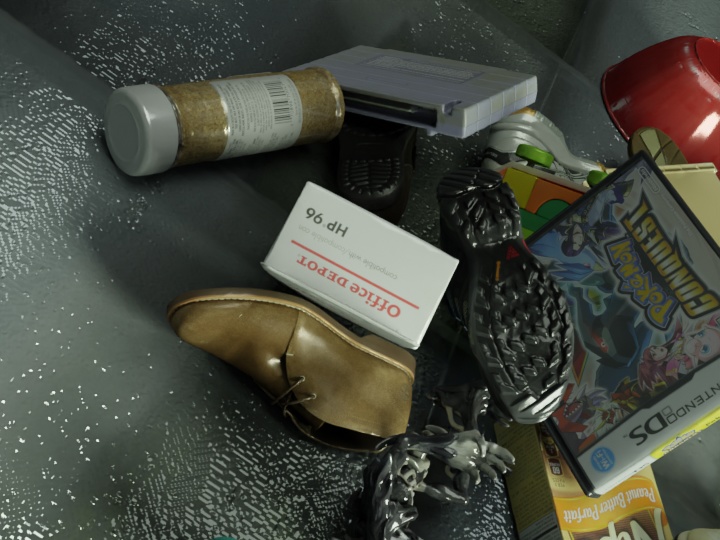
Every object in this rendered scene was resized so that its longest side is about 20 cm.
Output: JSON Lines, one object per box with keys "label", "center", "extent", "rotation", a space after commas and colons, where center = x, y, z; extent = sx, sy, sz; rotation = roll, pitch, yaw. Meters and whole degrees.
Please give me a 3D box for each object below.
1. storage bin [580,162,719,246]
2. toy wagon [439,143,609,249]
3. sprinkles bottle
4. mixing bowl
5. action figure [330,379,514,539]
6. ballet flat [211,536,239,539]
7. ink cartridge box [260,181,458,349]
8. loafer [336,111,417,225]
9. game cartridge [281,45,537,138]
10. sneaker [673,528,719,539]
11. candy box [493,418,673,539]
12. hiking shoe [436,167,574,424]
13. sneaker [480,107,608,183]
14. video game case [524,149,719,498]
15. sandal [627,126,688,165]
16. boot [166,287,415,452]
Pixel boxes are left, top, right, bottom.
{"label": "storage bin", "center": [0.279, 0.013, 0.933], "extent": [0.198, 0.094, 0.200], "rotation": [-7, 66, -38]}
{"label": "toy wagon", "center": [0.165, -0.011, 0.855], "extent": [0.200, 0.156, 0.040], "rotation": [24, 6, 29]}
{"label": "sprinkles bottle", "center": [-0.106, -0.124, 0.842], "extent": [0.200, 0.068, 0.068], "rotation": [-16, 67, -40]}
{"label": "mixing bowl", "center": [0.404, -0.208, 1.248], "extent": [0.200, 0.108, 0.200], "rotation": [19, 49, -23]}
{"label": "action figure", "center": [0.055, 0.153, 0.708], "extent": [0.102, 0.119, 0.200], "rotation": [15, 29, 23]}
{"label": "ballet flat", "center": [-0.015, 0.232, 0.633], "extent": [0.200, 0.068, 0.069], "rotation": [28, 53, -14]}
{"label": "ink cartridge box", "center": [0.000, 0.000, 0.721], "extent": [0.116, 0.200, 0.068], "rotation": [27, 87, 1]}
{"label": "loafer", "center": [0.012, -0.090, 0.913], "extent": [0.073, 0.071, 0.200], "rotation": [4, 34, 9]}
{"label": "game cartridge", "center": [0.043, -0.164, 0.931], "extent": [0.200, 0.038, 0.130], "rotation": [18, 28, 33]}
{"label": "sneaker", "center": [0.318, 0.227, 0.813], "extent": [0.200, 0.093, 0.070], "rotation": [19, 49, -53]}
{"label": "candy box", "center": [0.182, 0.203, 0.801], "extent": [0.115, 0.055, 0.200], "rotation": [11, 50, -27]}
{"label": "hiking shoe", "center": [0.107, 0.025, 0.779], "extent": [0.076, 0.101, 0.200], "rotation": [-10, 65, -3]}
{"label": "sneaker", "center": [0.195, -0.078, 1.035], "extent": [0.200, 0.076, 0.088], "rotation": [31, 73, -25]}
{"label": "video game case", "center": [0.196, 0.038, 0.781], "extent": [0.025, 0.181, 0.200], "rotation": [23, 34, -54]}
{"label": "sandal", "center": [0.335, -0.060, 1.127], "extent": [0.080, 0.054, 0.200], "rotation": [-19, 84, -37]}
{"label": "boot", "center": [-0.046, 0.071, 0.736], "extent": [0.200, 0.074, 0.076], "rotation": [23, 53, -24]}
